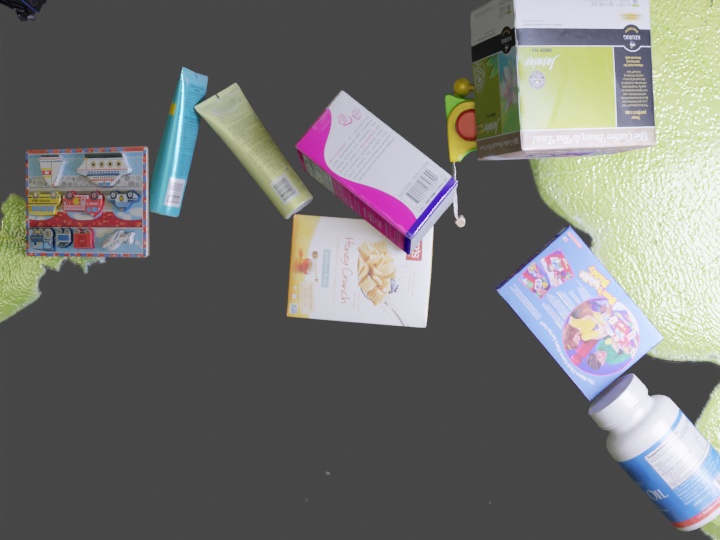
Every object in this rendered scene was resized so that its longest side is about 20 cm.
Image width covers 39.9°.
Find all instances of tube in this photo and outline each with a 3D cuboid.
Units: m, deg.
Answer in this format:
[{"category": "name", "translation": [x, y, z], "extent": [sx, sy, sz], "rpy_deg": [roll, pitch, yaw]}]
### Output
[{"category": "tube", "translation": [-0.143, -0.166, 1.385], "extent": [0.052, 0.058, 0.201], "rpy_deg": [-37, 90, 20]}, {"category": "tube", "translation": [-0.253, -0.178, 1.382], "extent": [0.050, 0.077, 0.203], "rpy_deg": [17, 97, 10]}]

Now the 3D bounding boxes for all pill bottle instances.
[{"category": "pill bottle", "translation": [0.404, 0.241, 1.339], "extent": [0.112, 0.112, 0.200], "rpy_deg": [-42, 89, 4]}]

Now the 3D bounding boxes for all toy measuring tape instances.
[{"category": "toy measuring tape", "translation": [0.155, -0.162, 1.361], "extent": [0.072, 0.074, 0.203], "rpy_deg": [-5, 101, 4]}]

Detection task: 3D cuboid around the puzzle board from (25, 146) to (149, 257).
[{"category": "puzzle board", "translation": [-0.388, -0.095, 1.394], "extent": [0.197, 0.017, 0.153], "rpy_deg": [1, 93, 18]}]

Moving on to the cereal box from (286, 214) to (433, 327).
[{"category": "cereal box", "translation": [0.000, 0.000, 1.387], "extent": [0.197, 0.040, 0.146], "rpy_deg": [4, 92, 3]}]

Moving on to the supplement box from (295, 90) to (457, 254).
[{"category": "supplement box", "translation": [0.021, -0.129, 1.329], "extent": [0.199, 0.103, 0.101], "rpy_deg": [40, 82, 8]}]

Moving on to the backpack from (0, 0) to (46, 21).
[{"category": "backpack", "translation": [-0.500, -0.446, 1.317], "extent": [0.182, 0.200, 0.135], "rpy_deg": [38, 94, 2]}]

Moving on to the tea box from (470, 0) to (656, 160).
[{"category": "tea box", "translation": [0.260, -0.248, 1.284], "extent": [0.197, 0.133, 0.200], "rpy_deg": [-3, 91, -19]}]

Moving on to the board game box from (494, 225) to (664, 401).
[{"category": "board game box", "translation": [0.300, 0.058, 1.369], "extent": [0.134, 0.045, 0.201], "rpy_deg": [-40, 90, 4]}]
